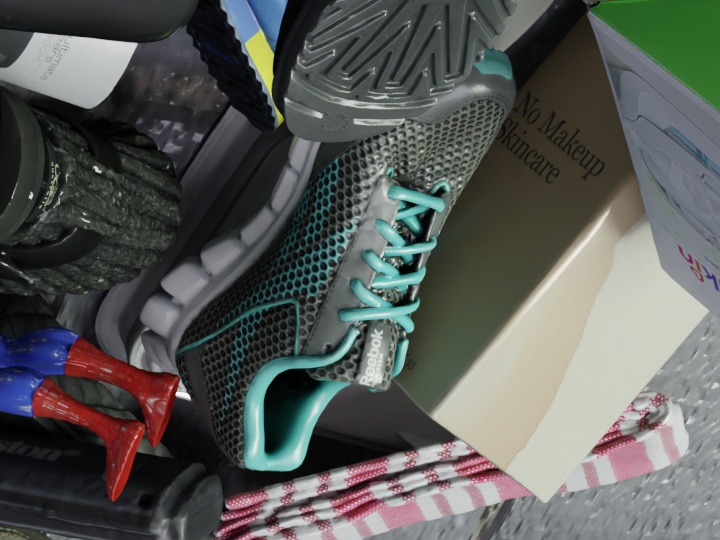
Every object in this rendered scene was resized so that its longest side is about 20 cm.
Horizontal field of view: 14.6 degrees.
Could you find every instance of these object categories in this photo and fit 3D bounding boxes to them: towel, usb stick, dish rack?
[{"bbox_3d":[0.044,0.094,1.203,0.199,0.030,0.146,-15,170,8],"label":"towel"},{"bbox_3d":[-0.153,0.080,1.117,0.199,0.055,0.033,9,104,18],"label":"usb stick"},{"bbox_3d":[0.008,0.010,1.170,0.199,0.044,0.172,16,125,-31],"label":"dish rack"}]

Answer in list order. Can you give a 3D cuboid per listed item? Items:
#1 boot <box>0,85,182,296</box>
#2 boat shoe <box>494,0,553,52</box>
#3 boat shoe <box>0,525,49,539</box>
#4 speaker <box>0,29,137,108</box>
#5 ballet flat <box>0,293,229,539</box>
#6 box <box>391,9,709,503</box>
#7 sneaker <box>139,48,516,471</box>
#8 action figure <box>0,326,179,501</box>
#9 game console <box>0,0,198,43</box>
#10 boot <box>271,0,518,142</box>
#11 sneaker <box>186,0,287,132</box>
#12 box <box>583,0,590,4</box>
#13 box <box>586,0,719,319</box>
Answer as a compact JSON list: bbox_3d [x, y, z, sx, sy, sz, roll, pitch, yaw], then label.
[{"bbox_3d":[-0.182,-0.044,1.030,0.158,0.210,0.080,12,97,-74],"label":"boot"},{"bbox_3d":[0.061,-0.156,1.017,0.072,0.060,0.202,-24,151,-48],"label":"boat shoe"},{"bbox_3d":[-0.130,0.166,1.235,0.060,0.072,0.202,14,152,30],"label":"boat shoe"},{"bbox_3d":[-0.167,-0.122,0.948,0.199,0.081,0.081,18,125,-23],"label":"speaker"},{"bbox_3d":[-0.100,0.074,1.192,0.066,0.057,0.200,1,150,31],"label":"ballet flat"},{"bbox_3d":[0.093,-0.022,1.091,0.078,0.095,0.200,37,93,-37],"label":"box"},{"bbox_3d":[0.000,0.000,1.052,0.077,0.092,0.200,7,135,-41],"label":"sneaker"},{"bbox_3d":[-0.179,0.048,1.086,0.199,0.065,0.099,25,120,7],"label":"action figure"},{"bbox_3d":[-0.137,-0.183,0.889,0.199,0.177,0.116,4,160,-19],"label":"game console"},{"bbox_3d":[-0.004,-0.165,0.892,0.065,0.201,0.165,7,133,-36],"label":"boot"},{"bbox_3d":[-0.039,-0.143,1.004,0.078,0.066,0.201,-35,133,-14],"label":"sneaker"},{"bbox_3d":[0.152,-0.160,0.979,0.199,0.068,0.082,-26,145,-30],"label":"box"},{"bbox_3d":[0.189,-0.081,0.959,0.200,0.097,0.177,-41,148,-11],"label":"box"}]
